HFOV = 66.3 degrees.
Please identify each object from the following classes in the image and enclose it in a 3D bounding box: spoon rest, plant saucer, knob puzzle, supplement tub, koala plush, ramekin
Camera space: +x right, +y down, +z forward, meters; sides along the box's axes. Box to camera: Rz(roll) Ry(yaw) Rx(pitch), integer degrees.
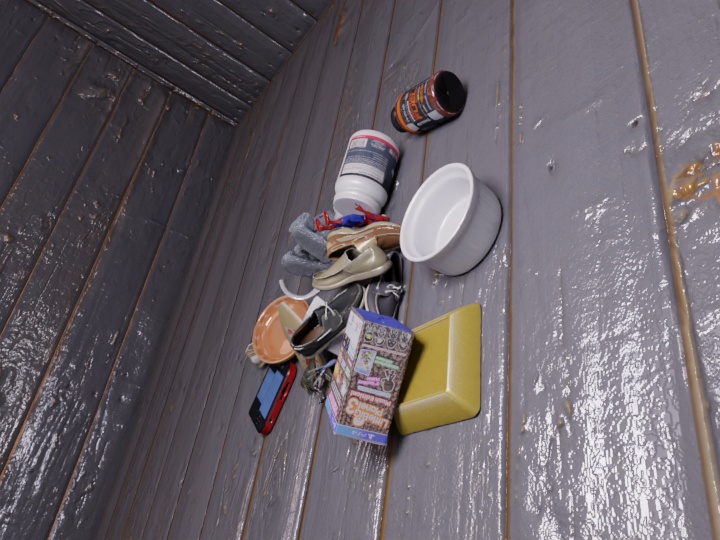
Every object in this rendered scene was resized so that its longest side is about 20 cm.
[{"bbox_3d":[-0.100,0.035,1.372,0.099,0.195,0.062,1,-101,-85],"label":"spoon rest"},{"bbox_3d":[0.123,0.168,0.968,0.199,0.048,0.204,-34,40,47],"label":"plant saucer"},{"bbox_3d":[-0.136,0.160,1.324,0.030,0.223,0.218,-32,16,-23],"label":"knob puzzle"},{"bbox_3d":[0.014,-0.243,1.421,0.139,0.139,0.204,-15,54,56],"label":"supplement tub"},{"bbox_3d":[-0.210,0.165,1.519,0.197,0.037,0.204,-18,52,24],"label":"plant saucer"},{"bbox_3d":[0.155,-0.399,1.343,0.199,0.106,0.109,-11,57,59],"label":"supplement tub"},{"bbox_3d":[-0.089,-0.086,1.481,0.202,0.181,0.179,-67,1,-46],"label":"koala plush"},{"bbox_3d":[0.173,-0.091,1.048,0.200,0.097,0.203,-41,35,37],"label":"ramekin"}]

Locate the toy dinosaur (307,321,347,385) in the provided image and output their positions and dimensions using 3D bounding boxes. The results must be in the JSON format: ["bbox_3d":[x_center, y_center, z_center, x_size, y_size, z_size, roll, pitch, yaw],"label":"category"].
[{"bbox_3d":[-0.004,0.208,1.165,0.105,0.197,0.185,36,131,41],"label":"toy dinosaur"}]

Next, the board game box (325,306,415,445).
[{"bbox_3d":[0.012,0.187,1.015,0.159,0.095,0.204,-150,75,-79],"label":"board game box"}]

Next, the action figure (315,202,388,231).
[{"bbox_3d":[-0.011,-0.121,1.315,0.065,0.197,0.053,-38,62,48],"label":"action figure"}]

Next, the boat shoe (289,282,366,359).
[{"bbox_3d":[-0.067,0.101,1.171,0.200,0.068,0.072,-45,49,-2],"label":"boat shoe"}]

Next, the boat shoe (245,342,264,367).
[{"bbox_3d":[-0.268,0.200,1.609,0.201,0.068,0.075,-51,11,22],"label":"boat shoe"}]

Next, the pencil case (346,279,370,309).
[{"bbox_3d":[0.000,0.000,1.295,0.087,0.079,0.203,-9,48,9],"label":"pencil case"}]

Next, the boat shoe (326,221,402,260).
[{"bbox_3d":[0.013,-0.055,1.241,0.196,0.076,0.075,-6,51,23],"label":"boat shoe"}]

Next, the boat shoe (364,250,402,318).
[{"bbox_3d":[0.056,0.038,1.176,0.063,0.072,0.203,-40,29,37],"label":"boat shoe"}]

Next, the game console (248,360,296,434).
[{"bbox_3d":[-0.246,0.330,1.514,0.176,0.031,0.203,18,82,63],"label":"game console"}]

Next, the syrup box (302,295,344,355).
[{"bbox_3d":[-0.063,0.134,1.295,0.080,0.081,0.199,-60,26,-1],"label":"syrup box"}]

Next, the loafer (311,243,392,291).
[{"bbox_3d":[-0.025,-0.010,1.190,0.197,0.070,0.076,-17,10,26],"label":"loafer"}]

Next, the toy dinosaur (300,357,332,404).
[{"bbox_3d":[-0.099,0.245,1.257,0.088,0.047,0.202,44,141,23],"label":"toy dinosaur"}]
